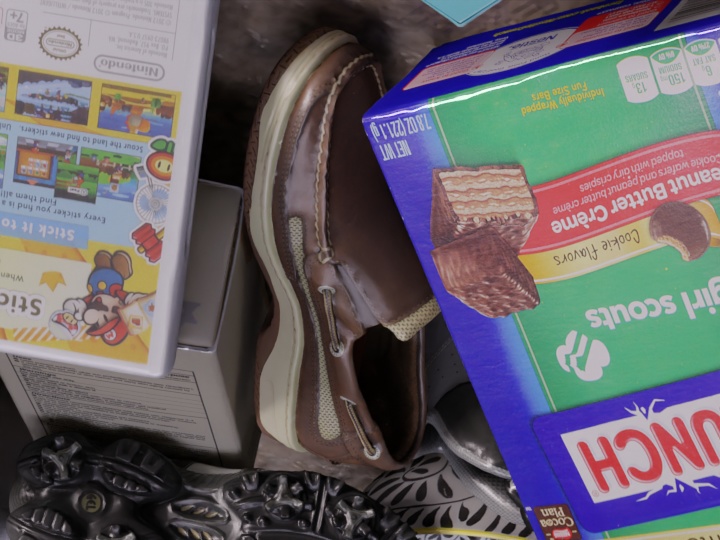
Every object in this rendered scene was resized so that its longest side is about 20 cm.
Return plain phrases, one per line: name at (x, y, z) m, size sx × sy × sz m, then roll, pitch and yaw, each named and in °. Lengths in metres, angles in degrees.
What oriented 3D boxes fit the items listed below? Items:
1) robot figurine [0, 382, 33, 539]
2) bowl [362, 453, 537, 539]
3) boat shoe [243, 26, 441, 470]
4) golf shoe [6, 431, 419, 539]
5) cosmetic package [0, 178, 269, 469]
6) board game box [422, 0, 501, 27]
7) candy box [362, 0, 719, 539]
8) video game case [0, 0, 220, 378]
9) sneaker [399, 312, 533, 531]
robot figurine at (-0.173, 0.110, 1.369) m, size 0.199 × 0.113 × 0.170 m, roll 8°, pitch -172°, yaw 8°
bowl at (0.073, 0.132, 1.334) m, size 0.200 × 0.095 × 0.201 m, roll 10°, pitch 147°, yaw 6°
boat shoe at (0.004, -0.003, 1.138) m, size 0.075 × 0.075 × 0.203 m, roll 25°, pitch 139°, yaw 25°
golf shoe at (-0.053, 0.121, 1.254) m, size 0.199 × 0.078 × 0.095 m, roll 20°, pitch 168°, yaw 4°
cosmetic package at (-0.094, 0.024, 1.207) m, size 0.105 × 0.071 × 0.200 m, roll 9°, pitch 161°, yaw 4°
board game box at (0.008, -0.171, 0.886) m, size 0.200 × 0.047 × 0.151 m, roll 31°, pitch 142°, yaw -27°
candy box at (0.116, 0.003, 1.062) m, size 0.169 × 0.077 × 0.201 m, roll -13°, pitch 110°, yaw 34°
video game case at (-0.156, -0.064, 1.079) m, size 0.199 × 0.023 × 0.183 m, roll 9°, pitch 104°, yaw 5°
sneaker at (0.108, 0.060, 1.192) m, size 0.199 × 0.116 × 0.075 m, roll -1°, pitch 145°, yaw 22°
